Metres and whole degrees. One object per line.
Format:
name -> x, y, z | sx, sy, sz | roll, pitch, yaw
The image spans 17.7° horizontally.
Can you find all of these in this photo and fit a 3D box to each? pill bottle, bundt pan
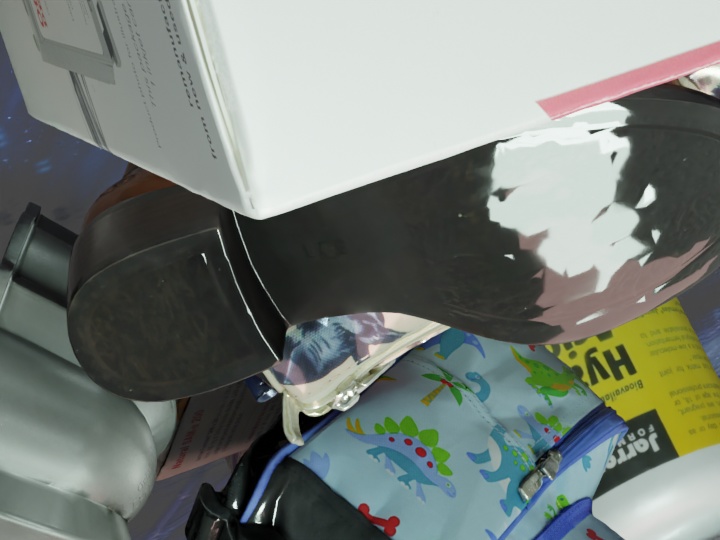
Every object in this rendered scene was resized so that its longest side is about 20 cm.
pill bottle -> 0.123, 0.079, 1.101 | 0.111, 0.201, 0.111 | -23, 161, -8
bundt pan -> -0.117, 0.084, 0.811 | 0.075, 0.203, 0.202 | 21, 148, -7

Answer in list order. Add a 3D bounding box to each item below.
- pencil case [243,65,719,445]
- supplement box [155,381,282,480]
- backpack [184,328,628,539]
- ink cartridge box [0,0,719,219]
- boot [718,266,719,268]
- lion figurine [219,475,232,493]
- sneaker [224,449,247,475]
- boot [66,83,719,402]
pencil case -> 0.041, -0.028, 0.725 | 0.199, 0.090, 0.078 | -28, 177, -3
supplement box -> 0.000, 0.000, 0.933 | 0.199, 0.074, 0.126 | -19, 159, -23
backpack -> 0.018, 0.118, 0.856 | 0.200, 0.147, 0.183 | -43, 170, -49
ink cartridge box -> -0.002, -0.085, 0.545 | 0.146, 0.083, 0.200 | -20, -164, -17
boot -> 0.192, -0.032, 0.885 | 0.073, 0.150, 0.200 | -57, 178, 31
lion figurine -> -0.011, 0.121, 1.237 | 0.199, 0.123, 0.073 | -1, 123, -20
sneaker -> -0.026, 0.072, 1.086 | 0.081, 0.089, 0.200 | -23, -176, -1
boot -> 0.013, -0.044, 0.658 | 0.187, 0.069, 0.200 | -20, -155, 11
